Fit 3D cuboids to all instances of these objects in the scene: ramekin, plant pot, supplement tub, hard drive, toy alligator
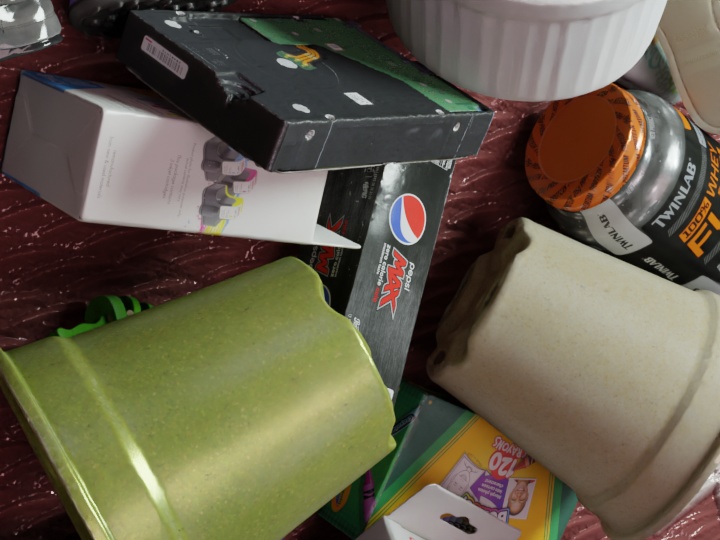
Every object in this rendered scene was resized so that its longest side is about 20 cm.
[{"bbox_3d":[0.106,-0.201,1.025,0.200,0.200,0.098,-29,148,-25],"label":"ramekin"},{"bbox_3d":[0.156,0.063,1.146,0.183,0.200,0.201,30,87,-8],"label":"plant pot"},{"bbox_3d":[0.221,-0.055,1.207,0.200,0.122,0.123,28,89,-39],"label":"supplement tub"},{"bbox_3d":[-0.087,0.090,0.924,0.184,0.200,0.201,-28,121,-14],"label":"plant pot"},{"bbox_3d":[-0.030,-0.109,0.965,0.200,0.140,0.038,-11,130,-51],"label":"hard drive"},{"bbox_3d":[-0.119,0.056,1.046,0.200,0.059,0.054,24,51,-39],"label":"toy alligator"}]

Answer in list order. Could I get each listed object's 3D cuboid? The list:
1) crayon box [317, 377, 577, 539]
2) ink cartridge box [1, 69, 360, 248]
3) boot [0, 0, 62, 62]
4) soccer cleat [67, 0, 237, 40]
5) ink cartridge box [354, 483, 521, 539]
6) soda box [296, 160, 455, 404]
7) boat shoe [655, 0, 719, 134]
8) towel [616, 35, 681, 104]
[{"bbox_3d":[0.075,0.165,1.219,0.200,0.058,0.119,24,91,-39],"label":"crayon box"},{"bbox_3d":[-0.099,-0.066,0.974,0.199,0.115,0.068,6,104,-38],"label":"ink cartridge box"},{"bbox_3d":[-0.179,-0.190,0.902,0.199,0.070,0.132,-11,108,-20],"label":"boot"},{"bbox_3d":[-0.090,-0.197,0.978,0.199,0.068,0.073,-21,83,-17],"label":"soccer cleat"},{"bbox_3d":[0.022,0.251,1.151,0.200,0.068,0.116,-42,131,19],"label":"ink cartridge box"},{"bbox_3d":[0.000,0.000,1.069,0.063,0.071,0.201,25,75,-38],"label":"soda box"},{"bbox_3d":[0.241,-0.198,1.153,0.201,0.072,0.060,65,31,-20],"label":"boat shoe"},{"bbox_3d":[0.203,-0.232,1.180,0.200,0.048,0.172,23,91,-39],"label":"towel"}]
